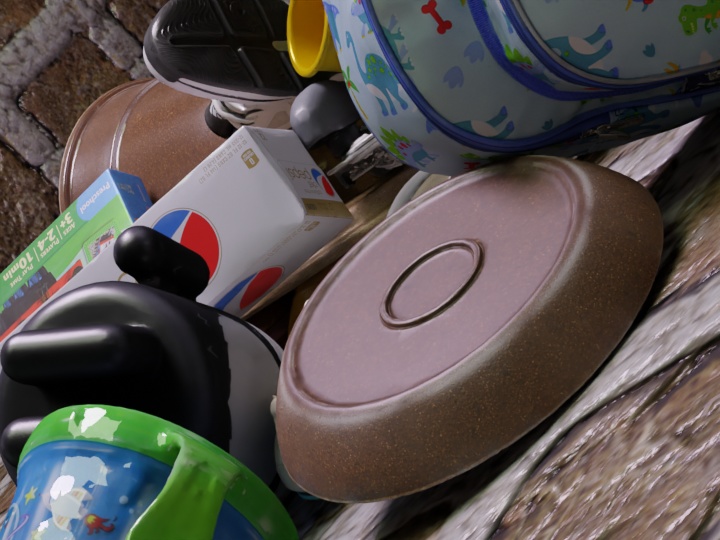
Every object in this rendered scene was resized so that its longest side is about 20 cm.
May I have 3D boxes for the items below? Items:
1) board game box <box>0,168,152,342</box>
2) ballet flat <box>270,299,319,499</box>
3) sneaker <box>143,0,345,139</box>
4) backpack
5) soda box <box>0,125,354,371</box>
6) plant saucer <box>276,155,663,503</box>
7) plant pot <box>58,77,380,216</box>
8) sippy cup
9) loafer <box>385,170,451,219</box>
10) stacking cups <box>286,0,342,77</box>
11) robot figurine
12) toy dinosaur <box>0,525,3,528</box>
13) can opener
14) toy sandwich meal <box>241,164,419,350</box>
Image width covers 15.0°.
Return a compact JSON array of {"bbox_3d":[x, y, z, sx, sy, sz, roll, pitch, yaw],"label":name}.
[{"bbox_3d":[-0.159,0.061,1.699,0.151,0.201,0.036,-42,-33,22],"label":"board game box"},{"bbox_3d":[-0.006,0.041,1.378,0.069,0.069,0.200,-42,10,24],"label":"ballet flat"},{"bbox_3d":[-0.068,-0.104,1.588,0.200,0.076,0.115,-7,-27,-48],"label":"sneaker"},{"bbox_3d":[0.087,-0.143,1.253,0.199,0.184,0.147,-19,-1,-14],"label":"backpack"},{"bbox_3d":[-0.102,0.009,1.480,0.200,0.064,0.068,-41,-14,17],"label":"soda box"},{"bbox_3d":[0.038,0.016,1.190,0.200,0.035,0.201,-31,28,18],"label":"plant saucer"},{"bbox_3d":[-0.059,-0.061,1.780,0.198,0.201,0.201,-24,21,47],"label":"plant pot"},{"bbox_3d":[-0.112,0.151,1.206,0.178,0.139,0.131,73,-144,-48],"label":"sippy cup"},{"bbox_3d":[0.045,0.012,1.311,0.069,0.075,0.201,-16,32,37],"label":"loafer"},{"bbox_3d":[0.060,-0.129,1.544,0.060,0.199,0.061,-176,90,-67],"label":"stacking cups"},{"bbox_3d":[-0.101,0.072,1.360,0.151,0.125,0.200,-56,-24,5],"label":"robot figurine"},{"bbox_3d":[-0.218,0.191,1.590,0.200,0.101,0.058,-43,8,18],"label":"toy dinosaur"},{"bbox_3d":[0.014,-0.088,1.571,0.053,0.067,0.200,-35,-2,15],"label":"can opener"},{"bbox_3d":[0.000,0.000,1.580,0.205,0.070,0.205,-35,3,2],"label":"toy sandwich meal"}]
